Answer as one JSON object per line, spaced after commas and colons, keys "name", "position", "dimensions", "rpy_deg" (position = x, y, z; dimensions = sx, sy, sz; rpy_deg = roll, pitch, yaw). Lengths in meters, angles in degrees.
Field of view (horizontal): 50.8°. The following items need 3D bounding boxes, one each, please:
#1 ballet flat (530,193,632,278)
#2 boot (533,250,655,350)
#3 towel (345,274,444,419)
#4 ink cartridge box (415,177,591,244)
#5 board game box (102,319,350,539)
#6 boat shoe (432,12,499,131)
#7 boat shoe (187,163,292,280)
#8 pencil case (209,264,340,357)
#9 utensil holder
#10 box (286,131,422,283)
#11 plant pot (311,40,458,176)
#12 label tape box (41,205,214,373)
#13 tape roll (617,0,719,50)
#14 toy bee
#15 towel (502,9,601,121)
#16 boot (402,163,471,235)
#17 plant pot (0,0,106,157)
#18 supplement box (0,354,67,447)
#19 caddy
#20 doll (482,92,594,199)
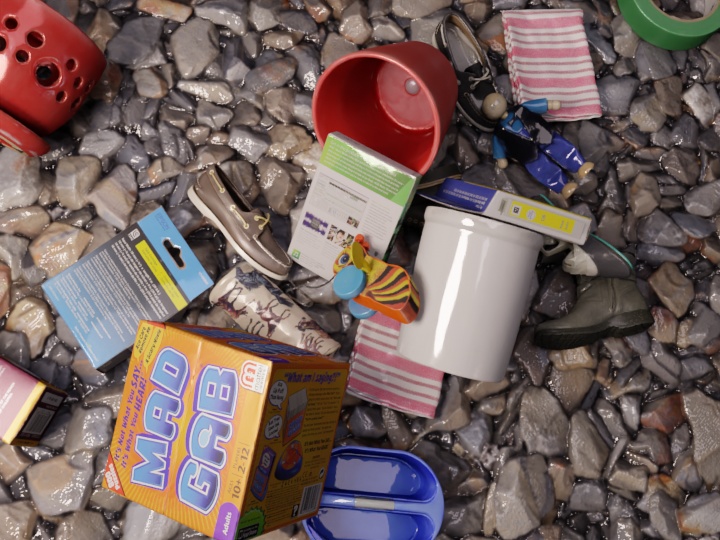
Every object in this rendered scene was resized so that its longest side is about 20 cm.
{"name": "ballet flat", "position": [0.315, -0.037, 1.151], "dimensions": [0.073, 0.074, 0.200], "rpy_deg": [-37, 58, -13]}
{"name": "boot", "position": [0.344, 0.043, 1.167], "dimensions": [0.195, 0.068, 0.133], "rpy_deg": [-9, 65, -8]}
{"name": "towel", "position": [0.066, 0.103, 1.127], "dimensions": [0.143, 0.030, 0.204], "rpy_deg": [16, 74, -3]}
{"name": "ink cartridge box", "position": [0.186, -0.093, 1.054], "dimensions": [0.196, 0.198, 0.048], "rpy_deg": [17, 98, -17]}
{"name": "board game box", "position": [-0.158, 0.187, 0.937], "dimensions": [0.196, 0.199, 0.205], "rpy_deg": [13, 89, 26]}
{"name": "boat shoe", "position": [0.180, -0.324, 1.230], "dimensions": [0.073, 0.060, 0.204], "rpy_deg": [-20, 79, -13]}
{"name": "boat shoe", "position": [-0.169, -0.071, 1.117], "dimensions": [0.200, 0.072, 0.060], "rpy_deg": [45, 106, 10]}
{"name": "pencil case", "position": [-0.125, 0.076, 1.084], "dimensions": [0.199, 0.090, 0.078], "rpy_deg": [40, 32, 8]}
{"name": "utensil holder", "position": [0.144, 0.031, 1.037], "dimensions": [0.166, 0.170, 0.205], "rpy_deg": [15, 93, -2]}
{"name": "box", "position": [-0.012, -0.076, 1.089], "dimensions": [0.142, 0.036, 0.203], "rpy_deg": [28, 116, 12]}
{"name": "plant pot", "position": [0.052, -0.245, 1.116], "dimensions": [0.199, 0.202, 0.178], "rpy_deg": [37, 39, 4]}
{"name": "label tape box", "position": [-0.326, 0.028, 1.084], "dimensions": [0.198, 0.063, 0.145], "rpy_deg": [-35, 82, -13]}
{"name": "tape roll", "position": [0.548, -0.486, 1.320], "dimensions": [0.195, 0.048, 0.205], "rpy_deg": [2, 75, -6]}
{"name": "toy bee", "position": [0.000, 0.000, 1.022], "dimensions": [0.196, 0.132, 0.110], "rpy_deg": [20, 66, 17]}
{"name": "towel", "position": [0.318, -0.346, 1.260], "dimensions": [0.143, 0.030, 0.205], "rpy_deg": [-4, 76, -8]}
{"name": "boot", "position": [0.088, -0.065, 1.152], "dimensions": [0.197, 0.077, 0.141], "rpy_deg": [-23, 84, -10]}
{"name": "plant pot", "position": [-0.492, -0.279, 1.077], "dimensions": [0.198, 0.201, 0.185], "rpy_deg": [30, 82, 2]}
{"name": "supplement box", "position": [-0.508, 0.147, 1.009], "dimensions": [0.197, 0.111, 0.087], "rpy_deg": [30, 74, 2]}
{"name": "caddy", "position": [0.014, 0.315, 1.028], "dimensions": [0.195, 0.105, 0.145], "rpy_deg": [6, 74, -5]}
{"name": "doll", "position": [0.274, -0.210, 1.199], "dimensions": [0.199, 0.049, 0.137], "rpy_deg": [38, 103, -3]}
